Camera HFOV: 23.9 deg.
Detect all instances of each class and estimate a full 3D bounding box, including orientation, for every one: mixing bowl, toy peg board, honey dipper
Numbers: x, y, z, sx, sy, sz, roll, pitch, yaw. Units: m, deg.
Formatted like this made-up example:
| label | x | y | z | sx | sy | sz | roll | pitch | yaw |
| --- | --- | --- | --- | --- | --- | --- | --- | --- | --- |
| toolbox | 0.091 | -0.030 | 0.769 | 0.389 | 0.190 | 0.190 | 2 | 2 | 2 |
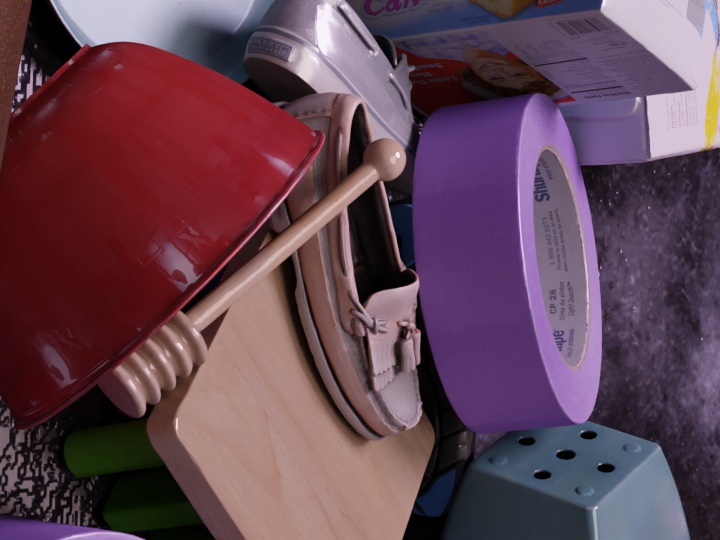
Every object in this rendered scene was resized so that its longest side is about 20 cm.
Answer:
| label | x | y | z | sx | sy | sz | roll | pitch | yaw |
| --- | --- | --- | --- | --- | --- | --- | --- | --- | --- |
| mixing bowl | -0.125 | -0.033 | 0.795 | 0.108 | 0.200 | 0.200 | 46 | 53 | -12 |
| toy peg board | -0.062 | 0.095 | 0.943 | 0.200 | 0.098 | 0.199 | 62 | 32 | -30 |
| honey dipper | -0.048 | -0.002 | 0.847 | 0.200 | 0.038 | 0.038 | -40 | 121 | -25 |

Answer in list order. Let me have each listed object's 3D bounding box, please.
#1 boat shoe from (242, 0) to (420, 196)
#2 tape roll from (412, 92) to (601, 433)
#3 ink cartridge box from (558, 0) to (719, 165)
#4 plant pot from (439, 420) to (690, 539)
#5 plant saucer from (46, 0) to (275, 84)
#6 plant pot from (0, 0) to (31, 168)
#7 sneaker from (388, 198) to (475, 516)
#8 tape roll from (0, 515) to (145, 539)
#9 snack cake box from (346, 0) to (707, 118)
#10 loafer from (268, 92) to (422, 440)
| label | x | y | z | sx | sy | sz | roll | pitch | yaw |
| --- | --- | --- | --- | --- | --- | --- | --- | --- | --- |
| boat shoe | 0.002 | -0.104 | 0.989 | 0.072 | 0.070 | 0.201 | -64 | 150 | -9 |
| tape roll | 0.093 | -0.004 | 1.031 | 0.200 | 0.065 | 0.201 | -8 | 90 | -71 |
| ink cartridge box | 0.180 | -0.152 | 1.176 | 0.200 | 0.146 | 0.147 | -14 | 101 | -50 |
| plant pot | 0.126 | 0.202 | 1.078 | 0.141 | 0.141 | 0.201 | -32 | 128 | -46 |
| plant saucer | -0.105 | -0.191 | 0.914 | 0.200 | 0.027 | 0.201 | -4 | 95 | -46 |
| plant pot | -0.220 | -0.084 | 0.669 | 0.200 | 0.200 | 0.199 | 2 | 97 | -50 |
| sneaker | 0.054 | 0.054 | 1.081 | 0.082 | 0.073 | 0.201 | -6 | 97 | -55 |
| tape roll | -0.159 | 0.220 | 0.813 | 0.200 | 0.085 | 0.201 | -1 | 92 | -50 |
| snack cake box | 0.093 | -0.150 | 1.027 | 0.115 | 0.200 | 0.067 | 26 | 68 | -48 |
| loafer | 0.000 | 0.000 | 0.923 | 0.072 | 0.063 | 0.201 | -48 | 122 | -58 |
